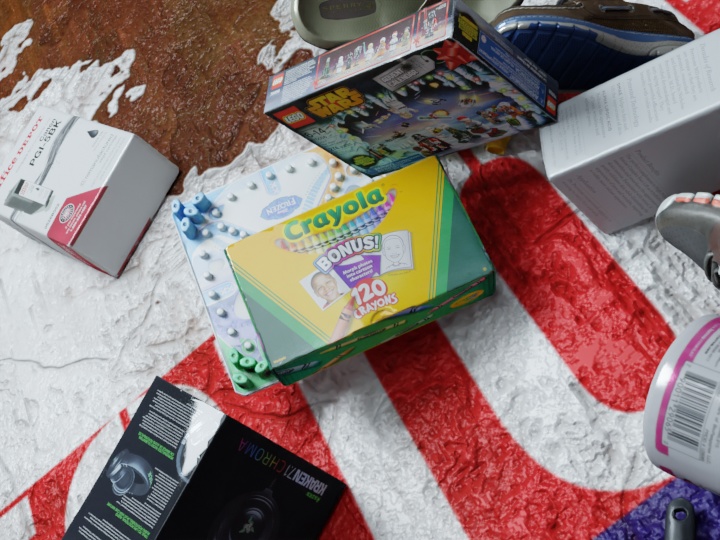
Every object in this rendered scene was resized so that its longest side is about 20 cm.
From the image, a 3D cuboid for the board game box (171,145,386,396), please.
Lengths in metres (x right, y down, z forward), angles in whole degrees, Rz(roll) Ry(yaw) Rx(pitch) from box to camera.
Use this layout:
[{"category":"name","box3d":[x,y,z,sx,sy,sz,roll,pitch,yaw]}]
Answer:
[{"category":"board game box","box3d":[-0.053,-0.016,0.959,0.199,0.026,0.201,-23,67,-1]}]

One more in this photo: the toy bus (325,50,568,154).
[{"category":"toy bus","box3d":[0.086,-0.188,0.931,0.191,0.200,0.136,16,74,31]}]

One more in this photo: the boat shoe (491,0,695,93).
[{"category":"boat shoe","box3d":[0.187,-0.191,0.874,0.072,0.199,0.073,-51,43,49]}]

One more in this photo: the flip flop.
[{"category":"flip flop","box3d":[0.043,-0.222,0.836,0.199,0.058,0.082,-10,83,-6]}]

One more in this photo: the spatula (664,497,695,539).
[{"category":"spatula","box3d":[0.206,0.247,0.698,0.056,0.021,0.201,0,61,20]}]

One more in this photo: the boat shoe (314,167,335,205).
[{"category":"boat shoe","box3d":[-0.074,-0.005,1.013,0.072,0.065,0.200,26,80,41]}]

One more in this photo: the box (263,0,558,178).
[{"category":"box","box3d":[0.039,-0.139,0.859,0.199,0.137,0.040,-14,60,42]}]

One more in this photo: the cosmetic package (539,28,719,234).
[{"category":"cosmetic package","box3d":[0.248,-0.110,0.814,0.199,0.102,0.074,-24,51,30]}]

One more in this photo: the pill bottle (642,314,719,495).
[{"category":"pill bottle","box3d":[0.290,0.109,0.662,0.200,0.113,0.114,22,77,40]}]

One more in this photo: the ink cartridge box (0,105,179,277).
[{"category":"ink cartridge box","box3d":[-0.327,-0.095,1.229,0.199,0.083,0.147,19,76,40]}]

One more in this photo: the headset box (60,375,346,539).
[{"category":"headset box","box3d":[-0.133,0.216,0.848,0.093,0.174,0.201,20,75,41]}]

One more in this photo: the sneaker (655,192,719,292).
[{"category":"sneaker","box3d":[0.280,0.011,0.752,0.200,0.077,0.082,34,86,42]}]

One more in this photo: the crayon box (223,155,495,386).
[{"category":"crayon box","box3d":[0.000,0.000,0.899,0.199,0.058,0.119,-24,68,-1]}]
